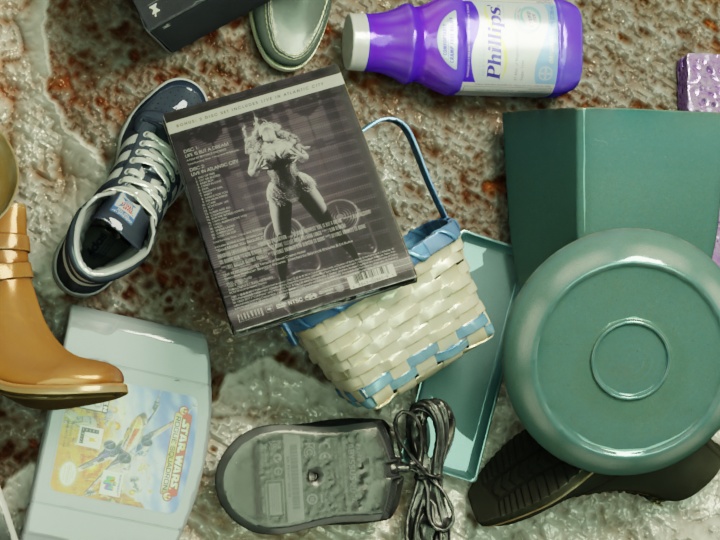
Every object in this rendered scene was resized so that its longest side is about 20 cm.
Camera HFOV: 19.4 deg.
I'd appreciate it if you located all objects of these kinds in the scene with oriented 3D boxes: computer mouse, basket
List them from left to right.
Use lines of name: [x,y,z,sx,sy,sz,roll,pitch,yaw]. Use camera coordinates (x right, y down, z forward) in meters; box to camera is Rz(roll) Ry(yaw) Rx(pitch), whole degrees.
computer mouse: [-0.024,0.171,1.710,0.198,0.053,0.140,2,88,-14]
basket: [0.000,0.000,1.683,0.175,0.139,0.201,-28,98,-11]

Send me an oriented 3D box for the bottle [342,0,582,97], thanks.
bottle: [0.085,-0.188,1.757,0.198,0.065,0.084,1,86,-13]

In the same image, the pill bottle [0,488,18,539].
pill bottle: [-0.364,0.218,1.602,0.198,0.106,0.107,-19,90,-13]

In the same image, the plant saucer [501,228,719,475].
plant saucer: [0.211,0.068,1.654,0.198,0.027,0.202,0,102,-2]

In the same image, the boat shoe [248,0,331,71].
boat shoe: [-0.047,-0.266,1.736,0.072,0.062,0.202,12,84,-14]

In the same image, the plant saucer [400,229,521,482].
plant saucer: [0.088,0.072,1.761,0.069,0.019,0.202,17,81,-11]

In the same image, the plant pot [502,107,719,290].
plant pot: [0.205,-0.030,1.728,0.140,0.141,0.202,1,92,-23]

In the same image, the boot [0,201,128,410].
boot: [-0.270,0.025,1.640,0.198,0.074,0.156,7,77,4]

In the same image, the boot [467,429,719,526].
boot: [0.203,0.177,1.754,0.199,0.078,0.138,-32,132,16]

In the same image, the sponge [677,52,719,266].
sponge: [0.330,-0.086,1.823,0.110,0.030,0.202,1,85,-12]

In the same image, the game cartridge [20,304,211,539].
game cartridge: [-0.189,0.139,1.685,0.132,0.042,0.202,11,83,-7]

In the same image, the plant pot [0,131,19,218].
plant pot: [-0.363,-0.074,1.615,0.198,0.028,0.201,11,41,-10]

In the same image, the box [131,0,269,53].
box: [-0.114,-0.304,1.668,0.199,0.104,0.183,-27,83,4]

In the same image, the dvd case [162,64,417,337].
dvd case: [-0.057,-0.057,1.636,0.147,0.016,0.201,-17,65,-8]

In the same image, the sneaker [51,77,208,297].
sneaker: [-0.174,-0.069,1.667,0.070,0.108,0.201,32,79,-9]
